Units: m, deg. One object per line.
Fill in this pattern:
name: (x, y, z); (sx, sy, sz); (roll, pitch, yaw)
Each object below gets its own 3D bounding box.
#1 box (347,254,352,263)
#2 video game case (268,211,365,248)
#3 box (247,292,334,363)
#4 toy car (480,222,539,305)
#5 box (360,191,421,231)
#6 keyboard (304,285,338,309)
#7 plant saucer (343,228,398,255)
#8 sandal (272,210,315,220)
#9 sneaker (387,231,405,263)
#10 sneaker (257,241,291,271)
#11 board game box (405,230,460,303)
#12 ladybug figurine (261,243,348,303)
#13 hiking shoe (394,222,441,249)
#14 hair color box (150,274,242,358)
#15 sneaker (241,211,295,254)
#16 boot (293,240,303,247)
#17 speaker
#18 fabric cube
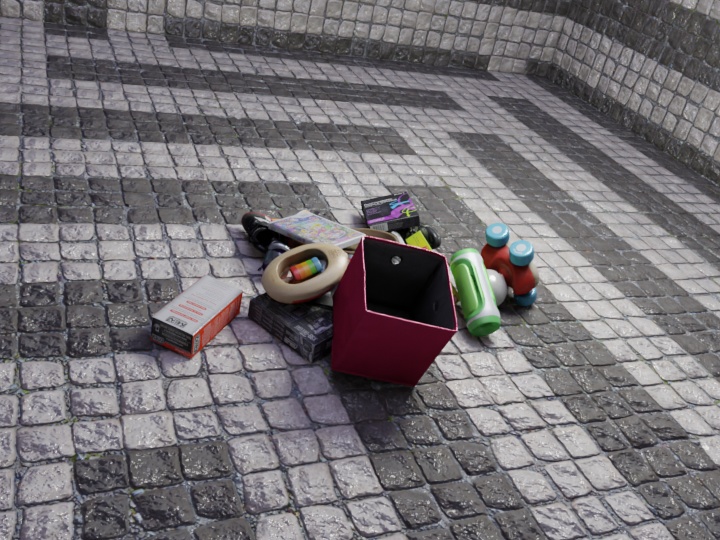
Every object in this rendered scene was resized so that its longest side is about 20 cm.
box: (0.000, 0.000, 1.686); (0.108, 0.035, 0.200); (8, -8, -7)
video game case: (-0.105, -0.094, 1.735); (0.198, 0.018, 0.142); (23, 29, 34)
box: (-0.122, 0.104, 1.568); (0.198, 0.050, 0.157); (31, 35, 27)
toy car: (0.331, 0.022, 1.824); (0.198, 0.186, 0.177); (-33, 47, -15)
box: (0.080, -0.160, 1.990); (0.140, 0.037, 0.201); (-12, 24, -2)
keyboard: (-0.083, 0.047, 1.611); (0.196, 0.040, 0.105); (14, 52, -1)
plant saucer: (-0.004, -0.063, 1.752); (0.196, 0.030, 0.201); (1, 21, 0)
sandal: (-0.164, -0.128, 1.879); (0.204, 0.060, 0.079); (14, 23, 30)
sneaker: (0.076, -0.037, 1.864); (0.086, 0.077, 0.201); (-8, 36, -22)
sneaker: (-0.144, 0.014, 1.714); (0.198, 0.089, 0.074); (30, -12, -5)
board game box: (0.183, -0.004, 1.818); (0.047, 0.102, 0.201); (-32, 36, 6)
ladybug figurine: (-0.115, 0.011, 1.550); (0.197, 0.073, 0.137); (-20, 50, -12)
hiking shoe: (0.125, -0.093, 1.987); (0.198, 0.077, 0.100); (20, 36, 30)
hair color box: (-0.336, 0.091, 1.489); (0.100, 0.062, 0.200); (22, 30, 13)
sneaker: (-0.247, -0.096, 1.799); (0.200, 0.071, 0.097); (40, 9, 36)
boot: (-0.064, -0.059, 1.874); (0.196, 0.070, 0.188); (10, 27, 18)
speaker: (0.273, 0.051, 1.721); (0.087, 0.089, 0.203); (1, 58, -21)
fabric cube: (0.060, 0.085, 1.461); (0.193, 0.201, 0.202); (12, 47, -16)
